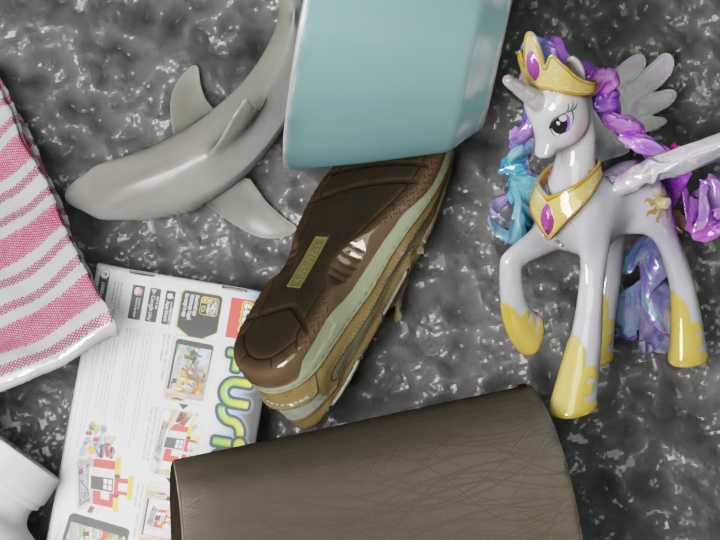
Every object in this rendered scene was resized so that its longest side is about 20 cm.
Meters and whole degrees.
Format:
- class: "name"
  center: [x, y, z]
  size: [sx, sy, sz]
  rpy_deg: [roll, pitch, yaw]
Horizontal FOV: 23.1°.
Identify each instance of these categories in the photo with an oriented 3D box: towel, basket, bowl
- class: "towel"
  center: [-0.234, -0.013, 0.980]
  size: [0.145, 0.030, 0.201]
  rpy_deg: [-26, 60, -7]
- class: "basket"
  center: [0.003, 0.150, 0.922]
  size: [0.197, 0.137, 0.182]
  rpy_deg: [-4, 48, -10]
- class: "bowl"
  center: [0.029, -0.144, 0.959]
  size: [0.104, 0.201, 0.203]
  rpy_deg: [12, 80, 2]

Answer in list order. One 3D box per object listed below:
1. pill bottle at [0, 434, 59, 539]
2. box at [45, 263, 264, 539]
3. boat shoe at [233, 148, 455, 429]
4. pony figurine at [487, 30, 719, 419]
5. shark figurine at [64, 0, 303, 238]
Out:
- class: "pill bottle"
  center: [-0.246, 0.175, 0.941]
  size: [0.110, 0.111, 0.201]
  rpy_deg: [34, 81, 4]
- class: "box"
  center: [-0.113, 0.105, 0.996]
  size: [0.109, 0.035, 0.203]
  rpy_deg: [10, 80, -1]
- class: "boat shoe"
  center: [0.000, 0.000, 1.007]
  size: [0.071, 0.076, 0.201]
  rpy_deg: [13, 58, 41]
- class: "pony figurine"
  center: [0.148, -0.042, 0.970]
  size: [0.192, 0.166, 0.203]
  rpy_deg: [-17, 110, -38]
- class: "shark figurine"
  center: [-0.066, -0.108, 1.010]
  size: [0.127, 0.090, 0.216]
  rpy_deg: [28, 82, 1]
